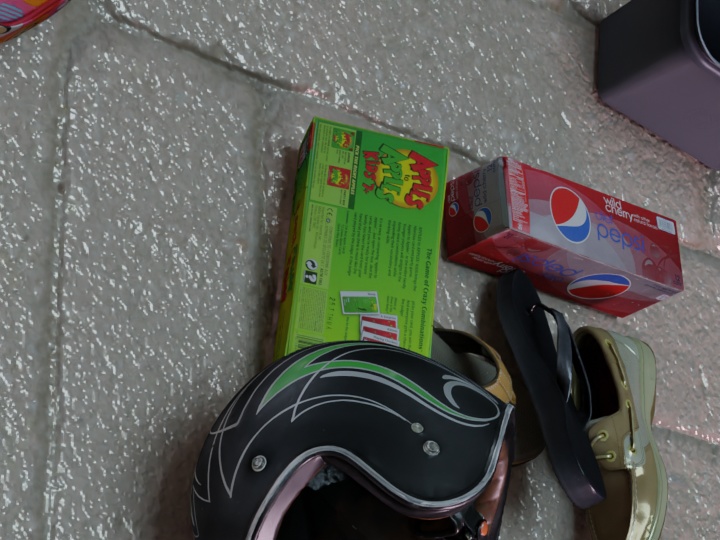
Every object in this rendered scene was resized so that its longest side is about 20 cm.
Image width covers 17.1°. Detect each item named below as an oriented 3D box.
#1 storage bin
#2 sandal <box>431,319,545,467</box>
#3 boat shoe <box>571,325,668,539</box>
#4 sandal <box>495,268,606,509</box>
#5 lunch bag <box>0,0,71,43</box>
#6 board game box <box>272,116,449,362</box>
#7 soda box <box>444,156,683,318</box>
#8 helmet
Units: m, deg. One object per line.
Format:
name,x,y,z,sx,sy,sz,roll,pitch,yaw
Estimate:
storage bin,0.294,-0.176,1.989,0.199,0.134,0.147,27,54,-35
sandal,0.069,0.070,1.710,0.200,0.054,0.082,43,47,-22
boat shoe,0.181,0.131,1.789,0.066,0.074,0.201,26,45,-30
sandal,0.149,0.083,1.752,0.076,0.043,0.201,43,23,-51
lunch bag,-0.257,-0.239,1.507,0.201,0.082,0.176,58,44,-9
board game box,0.000,0.000,1.651,0.101,0.048,0.201,13,60,-11
soda box,0.155,-0.024,1.828,0.199,0.070,0.064,19,59,-39
helmet,-0.008,0.139,1.505,0.200,0.189,0.202,11,90,-81
